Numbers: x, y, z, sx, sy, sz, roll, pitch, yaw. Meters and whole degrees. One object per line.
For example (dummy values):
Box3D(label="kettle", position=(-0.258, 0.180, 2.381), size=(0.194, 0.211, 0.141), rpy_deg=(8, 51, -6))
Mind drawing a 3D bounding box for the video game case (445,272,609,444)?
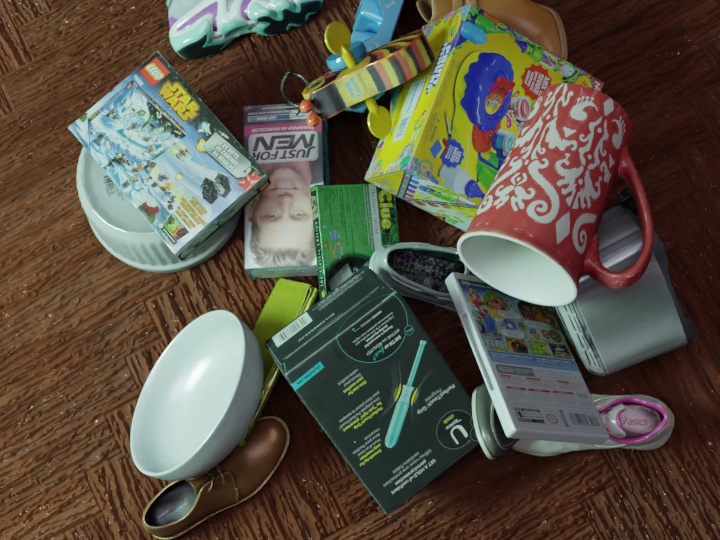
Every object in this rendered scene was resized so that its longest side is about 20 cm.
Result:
Box3D(label="video game case", position=(0.178, 0.094, 1.292), size=(0.142, 0.018, 0.201), rpy_deg=(10, 47, -36))

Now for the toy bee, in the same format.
Box3D(label="toy bee", position=(-0.015, -0.196, 1.329), size=(0.131, 0.200, 0.109), rpy_deg=(43, 39, -9))

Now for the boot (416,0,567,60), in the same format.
Box3D(label="boot", position=(0.147, -0.301, 1.425), size=(0.154, 0.074, 0.201), rpy_deg=(-9, 59, -34))

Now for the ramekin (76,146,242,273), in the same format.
Box3D(label="ramekin", position=(-0.242, -0.105, 1.427), size=(0.198, 0.105, 0.202), rpy_deg=(-1, 78, 4))

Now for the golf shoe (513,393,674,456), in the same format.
Box3D(label="golf shoe", position=(0.251, 0.166, 1.336), size=(0.198, 0.092, 0.076), rpy_deg=(-6, 78, 5))

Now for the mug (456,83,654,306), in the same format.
Box3D(label="mug", position=(0.216, -0.072, 1.255), size=(0.177, 0.133, 0.201), rpy_deg=(31, 69, -12))

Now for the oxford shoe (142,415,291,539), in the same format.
Box3D(label="oxford shoe", position=(-0.162, 0.237, 1.362), size=(0.200, 0.071, 0.071), rpy_deg=(-39, 74, -7))

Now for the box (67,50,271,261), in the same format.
Box3D(label="box", position=(-0.216, -0.130, 1.357), size=(0.137, 0.040, 0.200), rpy_deg=(-40, 77, -4))

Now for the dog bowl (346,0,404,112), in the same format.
Box3D(label="dog bowl", position=(0.011, -0.283, 1.449), size=(0.049, 0.111, 0.202), rpy_deg=(19, 79, -5))

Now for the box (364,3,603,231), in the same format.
Box3D(label="box", position=(0.140, -0.158, 1.364), size=(0.191, 0.122, 0.202), rpy_deg=(25, 79, -21))

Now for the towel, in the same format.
Box3D(label="towel", position=(-0.118, 0.102, 1.388), size=(0.086, 0.018, 0.201), rpy_deg=(12, 72, 53))

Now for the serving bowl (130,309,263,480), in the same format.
Box3D(label="serving bowl", position=(-0.172, 0.148, 1.346), size=(0.066, 0.199, 0.201), rpy_deg=(32, 79, -32))

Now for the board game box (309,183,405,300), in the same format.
Box3D(label="board game box", position=(0.000, 0.000, 1.389), size=(0.104, 0.023, 0.202), rpy_deg=(-3, 85, -23))

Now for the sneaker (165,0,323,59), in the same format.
Box3D(label="sneaker", position=(-0.154, -0.358, 1.492), size=(0.198, 0.078, 0.141), rpy_deg=(-16, 77, 0))

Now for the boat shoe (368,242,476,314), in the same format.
Box3D(label="boat shoe", position=(0.110, 0.012, 1.371), size=(0.199, 0.071, 0.071), rpy_deg=(12, 80, -11))

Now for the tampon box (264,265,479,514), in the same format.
Box3D(label="tampon box", position=(0.018, 0.127, 1.304), size=(0.149, 0.126, 0.201), rpy_deg=(-36, 109, -4))

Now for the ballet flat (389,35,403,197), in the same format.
Box3D(label="ballet flat", position=(0.068, -0.187, 1.445), size=(0.071, 0.072, 0.202), rpy_deg=(0, 79, 4))

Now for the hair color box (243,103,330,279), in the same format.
Box3D(label="hair color box", position=(-0.087, -0.095, 1.436), size=(0.099, 0.061, 0.202), rpy_deg=(-3, 78, 4))

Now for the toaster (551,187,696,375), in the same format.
Box3D(label="toaster", position=(0.276, 0.020, 1.325), size=(0.128, 0.114, 0.201), rpy_deg=(-27, 121, 3))

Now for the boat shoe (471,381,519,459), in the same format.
Box3D(label="boat shoe", position=(0.165, 0.137, 1.296), size=(0.057, 0.200, 0.067), rpy_deg=(-25, 99, 21))
